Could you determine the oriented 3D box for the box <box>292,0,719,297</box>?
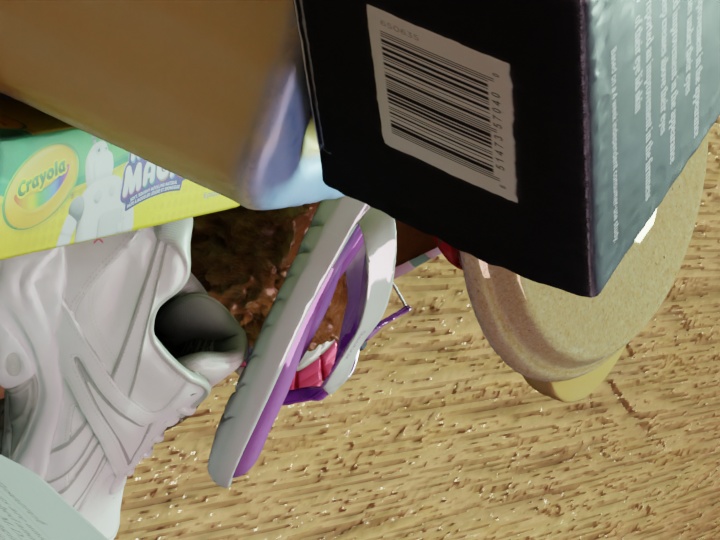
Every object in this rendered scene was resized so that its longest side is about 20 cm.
[{"bbox_3d":[0.074,-0.120,0.898,0.200,0.104,0.148,-54,156,-28],"label":"box"}]

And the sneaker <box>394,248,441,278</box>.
[{"bbox_3d":[0.026,-0.039,1.333,0.200,0.070,0.082,-36,-171,-29],"label":"sneaker"}]

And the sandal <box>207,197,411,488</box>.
[{"bbox_3d":[0.000,0.000,1.155,0.203,0.050,0.082,-63,178,1],"label":"sandal"}]

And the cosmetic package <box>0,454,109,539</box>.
[{"bbox_3d":[-0.175,0.137,0.957,0.200,0.165,0.165,33,92,-46],"label":"cosmetic package"}]

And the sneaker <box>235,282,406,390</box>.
[{"bbox_3d":[-0.008,-0.034,1.399,0.075,0.081,0.200,51,55,-36],"label":"sneaker"}]

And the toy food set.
[{"bbox_3d":[0.092,-0.050,1.263,0.200,0.049,0.198,29,74,-54],"label":"toy food set"}]

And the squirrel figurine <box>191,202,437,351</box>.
[{"bbox_3d":[-0.029,-0.074,1.223,0.200,0.141,0.187,-57,151,-27],"label":"squirrel figurine"}]

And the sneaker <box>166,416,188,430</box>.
[{"bbox_3d":[-0.096,0.045,1.271,0.071,0.075,0.200,-64,158,-3],"label":"sneaker"}]

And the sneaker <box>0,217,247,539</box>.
[{"bbox_3d":[-0.093,0.047,1.137,0.200,0.099,0.078,92,-4,-52],"label":"sneaker"}]

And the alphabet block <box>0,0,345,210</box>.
[{"bbox_3d":[-0.047,-0.149,1.002,0.196,0.200,0.196,-9,122,-65],"label":"alphabet block"}]

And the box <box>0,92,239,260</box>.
[{"bbox_3d":[-0.136,-0.044,1.022,0.200,0.117,0.048,-20,121,-62],"label":"box"}]
